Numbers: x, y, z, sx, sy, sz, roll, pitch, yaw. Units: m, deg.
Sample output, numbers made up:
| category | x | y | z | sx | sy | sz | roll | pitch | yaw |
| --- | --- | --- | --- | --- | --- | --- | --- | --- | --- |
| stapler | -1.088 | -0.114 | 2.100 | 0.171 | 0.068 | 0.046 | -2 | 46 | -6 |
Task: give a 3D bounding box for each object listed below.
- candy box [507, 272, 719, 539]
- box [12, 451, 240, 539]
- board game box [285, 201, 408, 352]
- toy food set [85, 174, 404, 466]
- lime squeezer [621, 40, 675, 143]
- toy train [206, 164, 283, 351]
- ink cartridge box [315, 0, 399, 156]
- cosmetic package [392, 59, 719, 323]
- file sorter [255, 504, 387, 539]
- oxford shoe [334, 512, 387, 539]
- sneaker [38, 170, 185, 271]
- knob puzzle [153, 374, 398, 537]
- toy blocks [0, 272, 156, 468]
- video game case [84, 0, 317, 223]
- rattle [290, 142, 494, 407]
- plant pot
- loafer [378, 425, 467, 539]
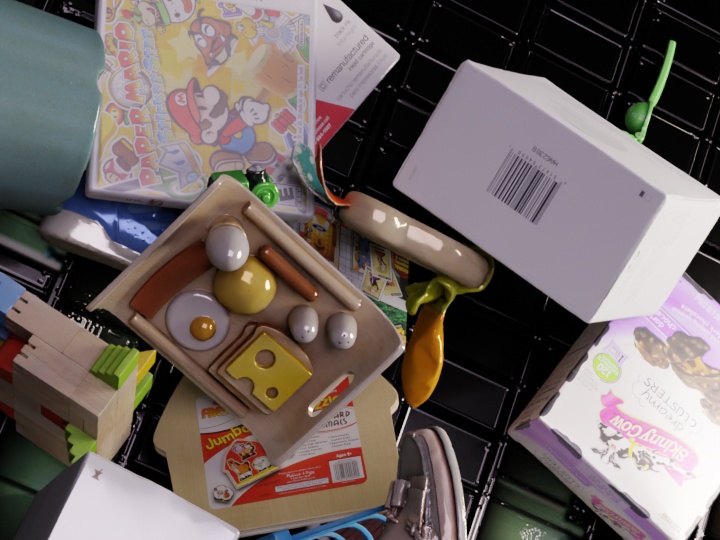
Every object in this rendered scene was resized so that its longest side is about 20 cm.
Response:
| category | x | y | z | sx | sy | sz | roll | pitch | yaw |
| --- | --- | --- | --- | --- | --- | --- | --- | --- | --- |
| candy box | 0.252 | 0.117 | 1.753 | 0.168 | 0.072 | 0.200 | 42 | 66 | -5 |
| box | -0.186 | 0.217 | 1.492 | 0.124 | 0.200 | 0.098 | 29 | 68 | -10 |
| board game box | -0.042 | -0.008 | 1.660 | 0.199 | 0.023 | 0.105 | 24 | 57 | -33 |
| toy food set | -0.085 | 0.041 | 1.531 | 0.143 | 0.060 | 0.200 | -43 | 109 | 12 |
| lime squeezer | 0.231 | -0.137 | 1.841 | 0.199 | 0.038 | 0.071 | -32 | 57 | -24 |
| toy train | -0.089 | 0.015 | 1.573 | 0.056 | 0.042 | 0.201 | -7 | 113 | -14 |
| ink cartridge box | -0.092 | -0.185 | 1.698 | 0.200 | 0.084 | 0.145 | 41 | 66 | -4 |
| cosmetic package | 0.165 | -0.062 | 1.654 | 0.199 | 0.200 | 0.123 | 36 | 105 | 19 |
| file sorter | -0.029 | 0.264 | 1.542 | 0.122 | 0.200 | 0.140 | -14 | 81 | -27 |
| oxford shoe | 0.032 | 0.208 | 1.661 | 0.201 | 0.071 | 0.074 | 55 | 40 | 1 |
| sneaker | -0.147 | -0.041 | 1.642 | 0.199 | 0.077 | 0.112 | 23 | 78 | -7 |
| knob puzzle | -0.066 | 0.124 | 1.622 | 0.218 | 0.031 | 0.221 | -3 | 51 | 4 |
| toy blocks | -0.239 | 0.079 | 1.529 | 0.136 | 0.200 | 0.100 | 32 | 65 | 7 |
| video game case | -0.123 | -0.144 | 1.615 | 0.181 | 0.023 | 0.202 | 6 | 72 | -17 |
| rattle | 0.000 | 0.000 | 1.610 | 0.199 | 0.130 | 0.143 | 24 | 107 | -46 |
| plant pot | -0.308 | -0.134 | 1.550 | 0.195 | 0.200 | 0.202 | 14 | 71 | -23 |
| loafer | 0.039 | 0.210 | 1.442 | 0.062 | 0.072 | 0.202 | 0 | 78 | -20 |
